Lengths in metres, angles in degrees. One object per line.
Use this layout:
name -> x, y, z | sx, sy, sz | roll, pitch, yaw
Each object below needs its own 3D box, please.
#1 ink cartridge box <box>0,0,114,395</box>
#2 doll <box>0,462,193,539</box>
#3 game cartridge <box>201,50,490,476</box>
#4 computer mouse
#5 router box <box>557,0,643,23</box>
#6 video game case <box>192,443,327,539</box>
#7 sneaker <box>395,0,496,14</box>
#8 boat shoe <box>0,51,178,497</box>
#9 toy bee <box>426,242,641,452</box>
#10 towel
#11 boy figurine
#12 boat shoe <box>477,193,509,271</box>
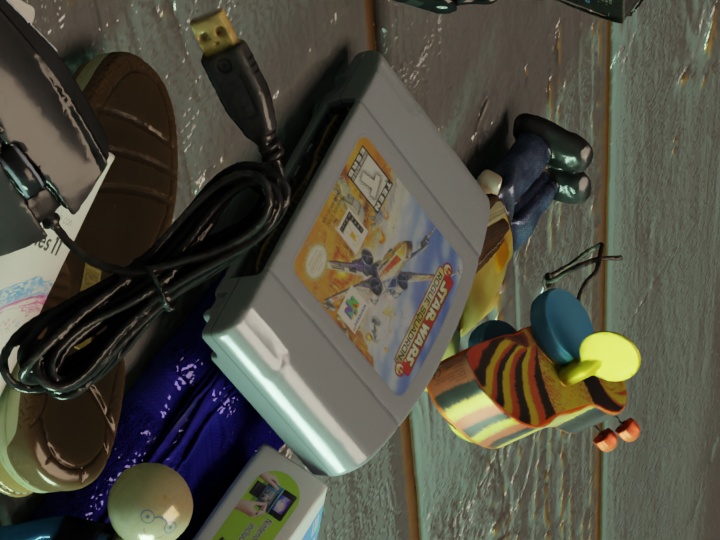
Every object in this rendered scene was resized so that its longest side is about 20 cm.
ink cartridge box -> -0.167, -0.017, 0.926 | 0.201, 0.067, 0.117 | -65, 157, -3
doll -> -0.136, 0.176, 1.128 | 0.201, 0.136, 0.048 | -60, -164, 11
game cartridge -> 0.000, 0.000, 1.261 | 0.133, 0.041, 0.200 | 48, 52, -29
computer mouse -> -0.109, -0.065, 0.851 | 0.140, 0.200, 0.046 | -34, -167, -11
router box -> 0.170, -0.272, 1.451 | 0.150, 0.062, 0.200 | -51, 154, -30
video game case -> -0.088, 0.206, 1.289 | 0.182, 0.045, 0.200 | -53, 169, -22
sneaker -> 0.023, -0.168, 1.191 | 0.200, 0.083, 0.072 | -5, 116, -65
boat shoe -> -0.135, -0.001, 1.023 | 0.072, 0.076, 0.201 | 38, 54, -39
toy bee -> 0.123, 0.063, 1.420 | 0.200, 0.109, 0.131 | -32, -178, -33
towel -> -0.098, 0.114, 1.238 | 0.200, 0.049, 0.148 | -53, 153, -31
boy figurine -> 0.073, -0.009, 1.490 | 0.200, 0.064, 0.125 | -55, 158, -33
boat shoe -> 0.021, 0.020, 1.362 | 0.202, 0.075, 0.075 | -30, 104, -45
